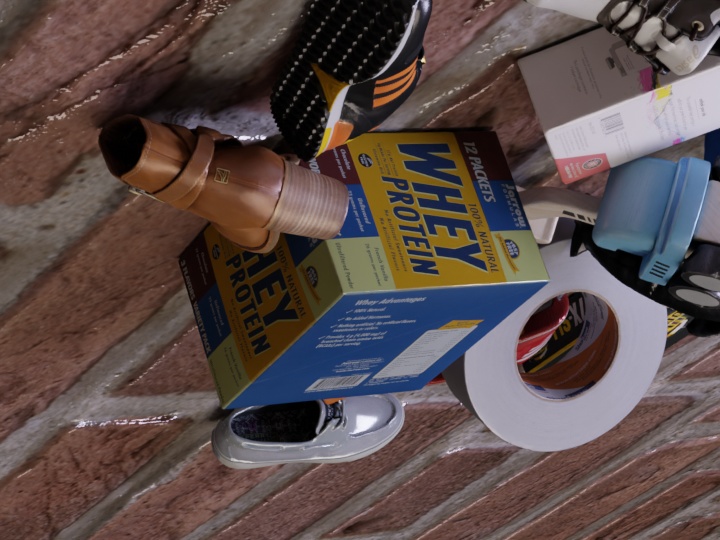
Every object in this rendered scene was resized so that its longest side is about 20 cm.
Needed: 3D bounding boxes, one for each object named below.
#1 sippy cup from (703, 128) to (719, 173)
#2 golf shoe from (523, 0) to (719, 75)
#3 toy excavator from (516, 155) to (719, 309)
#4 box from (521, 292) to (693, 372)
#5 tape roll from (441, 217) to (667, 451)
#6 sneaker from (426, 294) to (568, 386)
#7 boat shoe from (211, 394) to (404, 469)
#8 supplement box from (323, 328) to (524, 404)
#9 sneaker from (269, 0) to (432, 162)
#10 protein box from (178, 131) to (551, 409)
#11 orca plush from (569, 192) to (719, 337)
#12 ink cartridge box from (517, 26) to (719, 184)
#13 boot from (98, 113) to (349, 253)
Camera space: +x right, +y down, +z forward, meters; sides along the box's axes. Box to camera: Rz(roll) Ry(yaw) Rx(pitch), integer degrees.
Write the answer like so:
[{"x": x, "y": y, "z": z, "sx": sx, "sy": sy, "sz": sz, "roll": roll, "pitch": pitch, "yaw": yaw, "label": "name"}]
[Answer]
[{"x": 0.358, "y": -0.096, "z": 1.718, "sx": 0.130, "sy": 0.140, "sz": 0.178, "roll": -3, "pitch": 140, "yaw": -12, "label": "sippy cup"}, {"x": 0.196, "y": -0.180, "z": 1.409, "sx": 0.200, "sy": 0.095, "sz": 0.078, "roll": -4, "pitch": 155, "yaw": -31, "label": "golf shoe"}, {"x": 0.207, "y": -0.046, "z": 1.653, "sx": 0.200, "sy": 0.100, "sz": 0.194, "roll": 19, "pitch": 168, "yaw": 3, "label": "toy excavator"}, {"x": 0.275, "y": 0.044, "z": 2.089, "sx": 0.160, "sy": 0.049, "sz": 0.200, "roll": 3, "pitch": 150, "yaw": -41, "label": "box"}, {"x": 0.168, "y": 0.055, "z": 1.834, "sx": 0.200, "sy": 0.066, "sz": 0.201, "roll": -9, "pitch": 113, "yaw": -20, "label": "tape roll"}, {"x": 0.103, "y": 0.079, "z": 1.987, "sx": 0.200, "sy": 0.078, "sz": 0.116, "roll": -16, "pitch": 158, "yaw": -4, "label": "sneaker"}, {"x": -0.045, "y": 0.151, "z": 2.045, "sx": 0.200, "sy": 0.070, "sz": 0.072, "roll": -9, "pitch": 160, "yaw": -19, "label": "boat shoe"}, {"x": 0.047, "y": 0.054, "z": 1.892, "sx": 0.200, "sy": 0.069, "sz": 0.067, "roll": -22, "pitch": 161, "yaw": 0, "label": "supplement box"}, {"x": 0.011, "y": -0.149, "z": 1.380, "sx": 0.090, "sy": 0.070, "sz": 0.200, "roll": -24, "pitch": 165, "yaw": -33, "label": "sneaker"}, {"x": 0.000, "y": 0.000, "z": 1.621, "sx": 0.198, "sy": 0.135, "sz": 0.200, "roll": -3, "pitch": 154, "yaw": -35, "label": "protein box"}, {"x": 0.267, "y": -0.011, "z": 1.714, "sx": 0.105, "sy": 0.200, "sz": 0.071, "roll": -59, "pitch": 167, "yaw": 4, "label": "orca plush"}, {"x": 0.228, "y": -0.145, "z": 1.557, "sx": 0.200, "sy": 0.068, "sz": 0.116, "roll": -20, "pitch": 159, "yaw": 6, "label": "ink cartridge box"}, {"x": -0.114, "y": -0.062, "z": 1.450, "sx": 0.155, "sy": 0.077, "sz": 0.200, "roll": 16, "pitch": -178, "yaw": -24, "label": "boot"}]
